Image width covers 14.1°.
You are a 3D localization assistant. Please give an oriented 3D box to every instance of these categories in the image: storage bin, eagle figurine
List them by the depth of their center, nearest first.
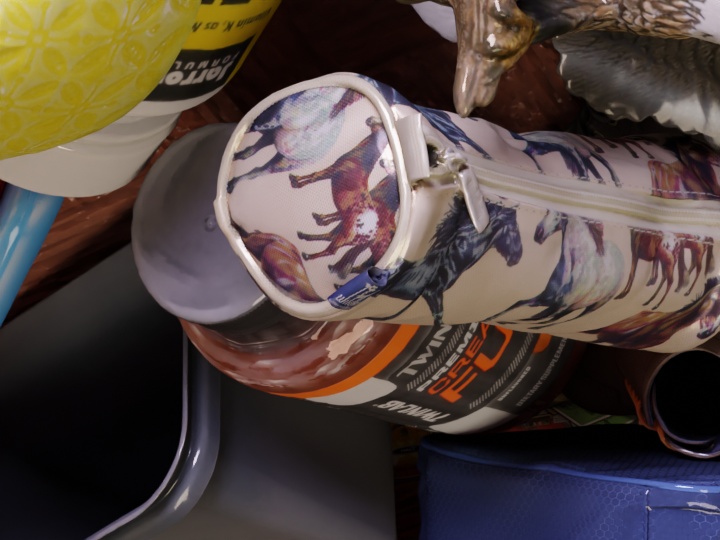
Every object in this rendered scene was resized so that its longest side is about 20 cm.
[{"bbox_3d":[0.114,-0.099,0.931,0.200,0.151,0.152,-6,154,-29],"label":"eagle figurine"},{"bbox_3d":[-0.084,0.098,1.169,0.134,0.146,0.200,25,137,-35],"label":"storage bin"}]

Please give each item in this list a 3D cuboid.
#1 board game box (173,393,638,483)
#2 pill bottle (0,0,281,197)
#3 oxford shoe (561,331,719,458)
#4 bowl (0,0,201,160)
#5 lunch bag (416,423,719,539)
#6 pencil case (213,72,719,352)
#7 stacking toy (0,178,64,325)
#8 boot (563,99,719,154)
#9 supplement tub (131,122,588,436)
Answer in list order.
[{"bbox_3d":[0.019,0.052,1.242,0.200,0.023,0.105,-9,136,0],"label":"board game box"},{"bbox_3d":[-0.071,-0.124,0.960,0.114,0.114,0.200,14,134,-24],"label":"pill bottle"},{"bbox_3d":[0.118,0.033,1.108,0.071,0.073,0.200,36,157,-10],"label":"oxford shoe"},{"bbox_3d":[-0.155,-0.115,0.878,0.200,0.108,0.200,16,120,30],"label":"bowl"},{"bbox_3d":[0.107,0.134,1.128,0.136,0.132,0.200,-1,-177,-35],"label":"lunch bag"},{"bbox_3d":[0.051,-0.016,0.970,0.089,0.078,0.200,-3,174,44],"label":"pencil case"},{"bbox_3d":[-0.207,-0.051,1.042,0.200,0.116,0.110,22,124,-12],"label":"stacking toy"},{"bbox_3d":[0.095,-0.065,1.079,0.200,0.069,0.174,29,154,1],"label":"boot"},{"bbox_3d":[0.000,0.000,1.070,0.107,0.107,0.200,-31,157,23],"label":"supplement tub"}]
